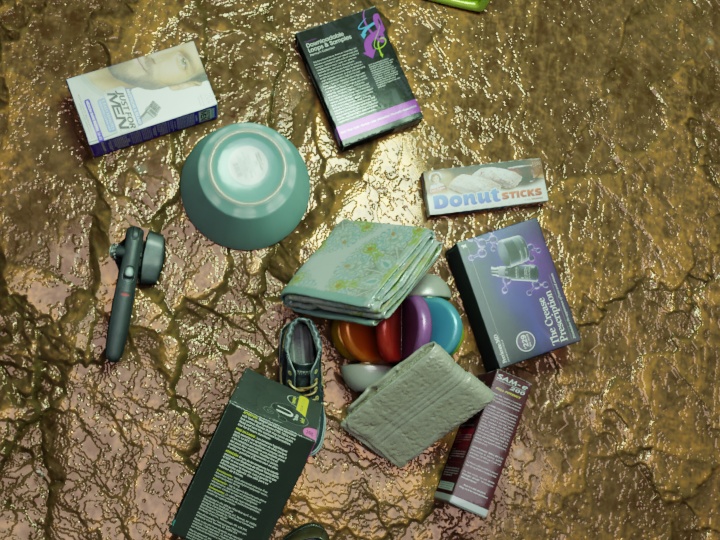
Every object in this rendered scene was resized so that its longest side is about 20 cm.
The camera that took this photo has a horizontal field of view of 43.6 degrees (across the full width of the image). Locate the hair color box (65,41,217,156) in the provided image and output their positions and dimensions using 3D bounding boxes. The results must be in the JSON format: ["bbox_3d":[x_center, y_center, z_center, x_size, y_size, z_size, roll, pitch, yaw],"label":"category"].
[{"bbox_3d":[-0.326,-0.259,1.355,0.199,0.065,0.110,-21,83,-14],"label":"hair color box"}]

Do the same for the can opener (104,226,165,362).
[{"bbox_3d":[-0.338,0.033,1.298,0.078,0.063,0.202,13,78,-7],"label":"can opener"}]

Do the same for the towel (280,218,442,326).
[{"bbox_3d":[0.000,0.000,1.291,0.171,0.199,0.048,-49,130,-31],"label":"towel"}]

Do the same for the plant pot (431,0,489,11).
[{"bbox_3d":[0.143,-0.559,1.420,0.197,0.200,0.183,14,72,-5],"label":"plant pot"}]

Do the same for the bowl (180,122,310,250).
[{"bbox_3d":[-0.169,-0.138,1.336,0.199,0.105,0.203,1,80,-8],"label":"bowl"}]

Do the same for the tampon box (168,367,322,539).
[{"bbox_3d":[-0.149,0.262,1.211,0.126,0.150,0.201,26,101,-4],"label":"tampon box"}]

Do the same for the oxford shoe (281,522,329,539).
[{"bbox_3d":[-0.127,0.426,1.250,0.200,0.084,0.073,-39,89,-12],"label":"oxford shoe"}]

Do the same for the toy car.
[{"bbox_3d":[0.060,0.087,1.306,0.198,0.150,0.177,2,79,-9],"label":"toy car"}]

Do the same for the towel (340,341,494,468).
[{"bbox_3d":[0.078,0.195,1.281,0.132,0.035,0.200,40,116,-22],"label":"towel"}]

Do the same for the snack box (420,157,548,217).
[{"bbox_3d":[0.197,-0.132,1.433,0.198,0.024,0.073,-8,82,-11],"label":"snack box"}]

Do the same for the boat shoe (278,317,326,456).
[{"bbox_3d":[-0.086,0.168,1.299,0.070,0.091,0.202,-5,81,-10],"label":"boat shoe"}]

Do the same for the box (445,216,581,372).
[{"bbox_3d":[0.232,0.038,1.382,0.140,0.079,0.201,-18,83,-9],"label":"box"}]

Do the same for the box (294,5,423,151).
[{"bbox_3d":[-0.003,-0.306,1.429,0.142,0.036,0.201,-21,85,-13],"label":"box"}]

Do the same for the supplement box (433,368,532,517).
[{"bbox_3d":[0.178,0.251,1.317,0.061,0.109,0.201,22,78,-3],"label":"supplement box"}]
